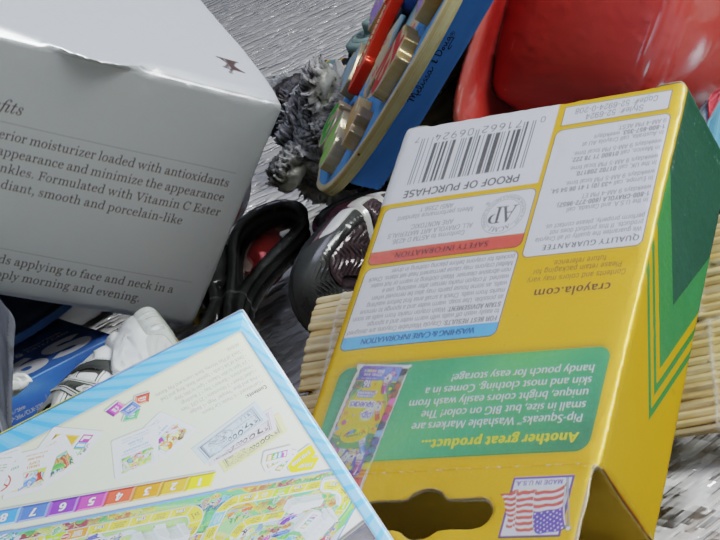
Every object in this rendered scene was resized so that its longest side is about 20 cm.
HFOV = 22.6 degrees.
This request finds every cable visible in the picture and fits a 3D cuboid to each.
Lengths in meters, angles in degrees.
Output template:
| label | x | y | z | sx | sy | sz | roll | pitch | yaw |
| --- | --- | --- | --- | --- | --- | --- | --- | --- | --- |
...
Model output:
| label | x | y | z | sx | sy | sz | roll | pitch | yaw |
| --- | --- | --- | --- | --- | --- | --- | --- | --- | --- |
| cable | -0.061 | 0.022 | 0.934 | 0.096 | 0.051 | 0.200 | -24 | 27 | 4 |

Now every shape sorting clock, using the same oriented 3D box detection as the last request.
| label | x | y | z | sx | sy | sz | roll | pitch | yaw |
| --- | --- | --- | --- | --- | --- | --- | --- | --- | --- |
| shape sorting clock | 0.026 | -0.127 | 0.840 | 0.201 | 0.039 | 0.201 | -59 | 14 | 25 |

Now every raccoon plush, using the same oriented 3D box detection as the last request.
| label | x | y | z | sx | sy | sz | roll | pitch | yaw |
| --- | --- | --- | --- | --- | --- | --- | --- | --- | --- |
| raccoon plush | -0.040 | -0.075 | 1.016 | 0.199 | 0.098 | 0.133 | 1 | -3 | 42 |

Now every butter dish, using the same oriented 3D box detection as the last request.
| label | x | y | z | sx | sy | sz | roll | pitch | yaw |
| --- | --- | --- | --- | --- | --- | --- | --- | --- | --- |
| butter dish | 0.165 | -0.136 | 0.893 | 0.147 | 0.201 | 0.199 | 24 | 10 | 35 |

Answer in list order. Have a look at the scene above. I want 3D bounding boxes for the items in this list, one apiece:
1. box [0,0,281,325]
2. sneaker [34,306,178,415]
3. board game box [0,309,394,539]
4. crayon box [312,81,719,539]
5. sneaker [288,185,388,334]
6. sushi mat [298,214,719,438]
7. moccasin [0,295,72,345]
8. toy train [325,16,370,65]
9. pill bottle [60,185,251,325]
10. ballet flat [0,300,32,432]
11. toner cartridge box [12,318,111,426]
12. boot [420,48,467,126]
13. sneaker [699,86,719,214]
| label | x | y | z | sx | sy | sz | roll | pitch | yaw |
| --- | --- | --- | --- | --- | --- | --- | --- | --- | --- |
| box | -0.176 | -0.090 | 0.889 | 0.197 | 0.132 | 0.200 | 11 | 25 | -31 |
| sneaker | -0.089 | 0.082 | 0.739 | 0.087 | 0.076 | 0.200 | -37 | 16 | -6 |
| board game box | -0.082 | 0.113 | 0.509 | 0.199 | 0.135 | 0.034 | -27 | -18 | -26 |
| crayon box | 0.053 | 0.030 | 0.657 | 0.125 | 0.052 | 0.201 | -7 | 48 | 33 |
| sneaker | 0.000 | 0.000 | 0.887 | 0.115 | 0.076 | 0.199 | -13 | 7 | 36 |
| sushi mat | 0.061 | 0.034 | 0.705 | 0.198 | 0.012 | 0.097 | -12 | 54 | 28 |
| moccasin | -0.212 | 0.015 | 0.900 | 0.080 | 0.069 | 0.200 | -5 | 21 | 43 |
| toy train | 0.031 | -0.114 | 1.178 | 0.114 | 0.086 | 0.199 | -39 | 25 | -28 |
| pill bottle | -0.164 | -0.032 | 1.075 | 0.108 | 0.110 | 0.200 | -3 | 22 | 41 |
| ballet flat | -0.169 | 0.083 | 0.758 | 0.072 | 0.073 | 0.202 | -16 | 53 | 9 |
| toner cartridge box | -0.213 | 0.087 | 0.870 | 0.199 | 0.044 | 0.095 | -28 | 17 | -26 |
| boot | 0.083 | -0.083 | 0.966 | 0.074 | 0.098 | 0.200 | -27 | 6 | 36 |
| sneaker | 0.132 | -0.026 | 0.795 | 0.095 | 0.080 | 0.200 | -11 | 18 | 29 |
